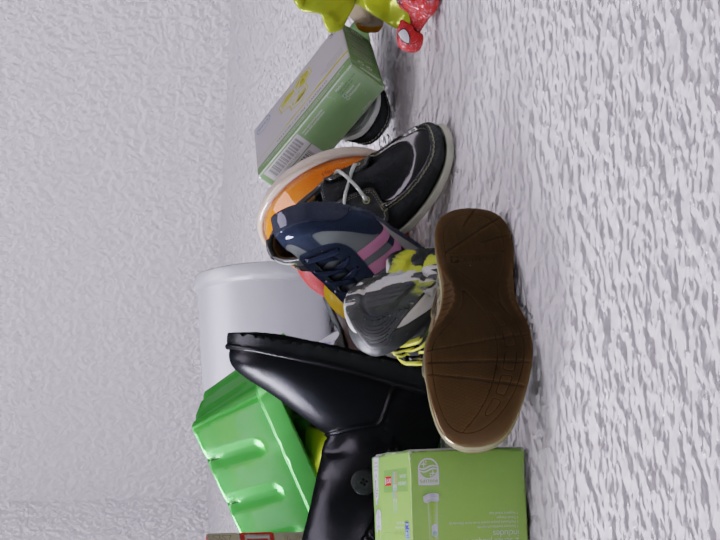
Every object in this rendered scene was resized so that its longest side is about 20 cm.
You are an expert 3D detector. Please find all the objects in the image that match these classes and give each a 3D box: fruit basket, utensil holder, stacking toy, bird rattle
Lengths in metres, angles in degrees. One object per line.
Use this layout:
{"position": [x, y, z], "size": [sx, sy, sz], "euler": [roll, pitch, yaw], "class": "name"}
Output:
{"position": [-0.025, 0.159, 1.431], "size": [0.156, 0.214, 0.217], "euler": [-81, -6, -74], "class": "fruit basket"}
{"position": [-0.114, 0.101, 1.996], "size": [0.170, 0.169, 0.201], "euler": [132, 134, -76], "class": "utensil holder"}
{"position": [0.000, 0.000, 1.486], "size": [0.146, 0.145, 0.201], "euler": [101, 150, -50], "class": "stacking toy"}
{"position": [0.000, -0.309, 1.513], "size": [0.163, 0.112, 0.201], "euler": [65, -156, -71], "class": "bird rattle"}

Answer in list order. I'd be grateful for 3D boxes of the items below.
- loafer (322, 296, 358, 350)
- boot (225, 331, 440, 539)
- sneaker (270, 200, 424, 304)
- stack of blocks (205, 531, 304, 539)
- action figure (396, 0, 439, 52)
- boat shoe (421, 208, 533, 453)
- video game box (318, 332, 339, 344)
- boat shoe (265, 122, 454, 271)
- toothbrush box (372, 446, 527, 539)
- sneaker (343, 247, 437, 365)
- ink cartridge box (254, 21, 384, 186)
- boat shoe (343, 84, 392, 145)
{"position": [0.009, 0.050, 1.607], "size": [0.072, 0.063, 0.200], "euler": [47, -163, -30], "class": "loafer"}
{"position": [-0.028, 0.145, 1.313], "size": [0.076, 0.199, 0.169], "euler": [22, -99, -85], "class": "boot"}
{"position": [0.002, 0.005, 1.330], "size": [0.070, 0.200, 0.082], "euler": [-19, 63, 32], "class": "sneaker"}
{"position": [-0.024, 0.269, 1.332], "size": [0.115, 0.199, 0.059], "euler": [-111, 23, -61], "class": "stack of blocks"}
{"position": [0.044, -0.287, 1.390], "size": [0.065, 0.051, 0.201], "euler": [-167, 74, -77], "class": "action figure"}
{"position": [0.080, 0.048, 1.120], "size": [0.063, 0.073, 0.201], "euler": [91, -176, -49], "class": "boat shoe"}
{"position": [-0.041, 0.178, 1.690], "size": [0.182, 0.047, 0.201], "euler": [-23, -64, -68], "class": "video game box"}
{"position": [0.000, -0.059, 1.374], "size": [0.200, 0.067, 0.072], "euler": [-37, 56, 35], "class": "boat shoe"}
{"position": [0.063, 0.228, 1.151], "size": [0.146, 0.086, 0.201], "euler": [137, 133, -77], "class": "toothbrush box"}
{"position": [0.045, 0.038, 1.246], "size": [0.200, 0.074, 0.085], "euler": [-40, -58, -67], "class": "sneaker"}
{"position": [-0.045, -0.176, 1.585], "size": [0.146, 0.048, 0.200], "euler": [-49, 25, 21], "class": "ink cartridge box"}
{"position": [0.002, -0.160, 1.607], "size": [0.076, 0.060, 0.200], "euler": [-53, 22, 10], "class": "boat shoe"}
